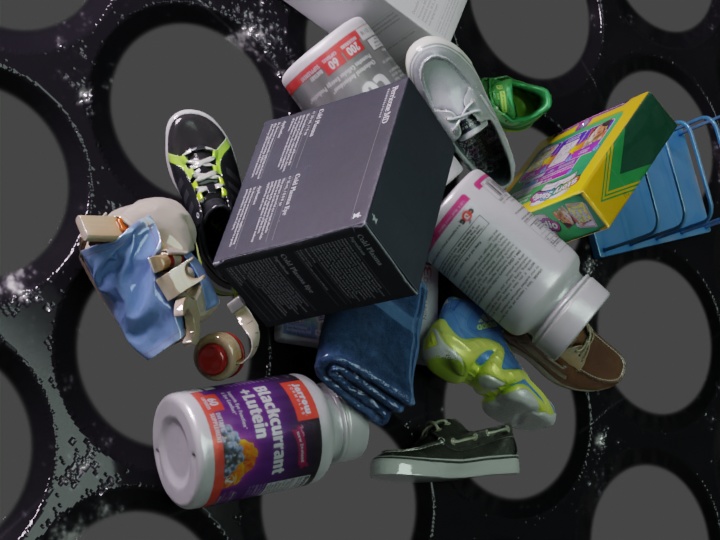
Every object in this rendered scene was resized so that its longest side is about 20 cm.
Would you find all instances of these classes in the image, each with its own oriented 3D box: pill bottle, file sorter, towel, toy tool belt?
[{"bbox_3d":[0.016,-0.160,1.546,0.114,0.114,0.201,-39,93,-32],"label":"pill bottle"},{"bbox_3d":[0.378,-0.111,1.764,0.198,0.122,0.141,-12,84,-33],"label":"file sorter"},{"bbox_3d":[0.014,0.055,1.472,0.111,0.048,0.201,36,37,-19],"label":"towel"},{"bbox_3d":[-0.094,0.162,1.411,0.198,0.111,0.113,-7,82,-33],"label":"pill bottle"},{"bbox_3d":[-0.193,0.027,1.366,0.201,0.124,0.123,57,18,2],"label":"toy tool belt"},{"bbox_3d":[0.165,-0.004,1.552,0.200,0.114,0.113,41,58,8],"label":"pill bottle"}]

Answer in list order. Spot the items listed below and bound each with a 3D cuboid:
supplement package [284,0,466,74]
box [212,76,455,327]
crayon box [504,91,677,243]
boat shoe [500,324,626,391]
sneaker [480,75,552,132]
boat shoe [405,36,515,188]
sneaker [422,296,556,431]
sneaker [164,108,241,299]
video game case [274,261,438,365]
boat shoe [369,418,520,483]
[{"bbox_3d":[0.009,-0.327,1.593,0.199,0.116,0.119,33,64,-22],"label":"supplement package"},{"bbox_3d":[-0.022,-0.065,1.406,0.104,0.180,0.202,50,41,-35],"label":"box"},{"bbox_3d":[0.241,-0.101,1.630,0.058,0.199,0.173,45,60,-14],"label":"crayon box"},{"bbox_3d":[0.234,0.084,1.656,0.198,0.072,0.077,24,67,-25],"label":"boat shoe"},{"bbox_3d":[0.136,-0.198,1.659,0.198,0.083,0.075,-8,83,-32],"label":"sneaker"},{"bbox_3d":[0.118,-0.169,1.575,0.070,0.072,0.201,-33,126,7],"label":"boat shoe"},{"bbox_3d":[0.154,0.097,1.600,0.199,0.075,0.106,37,53,-33],"label":"sneaker"},{"bbox_3d":[-0.143,-0.071,1.446,0.071,0.083,0.203,-17,87,-15],"label":"sneaker"},{"bbox_3d":[0.000,0.000,1.563,0.198,0.022,0.185,11,73,-29],"label":"video game case"},{"bbox_3d":[0.088,0.194,1.546,0.198,0.070,0.065,3,77,-39],"label":"boat shoe"}]
